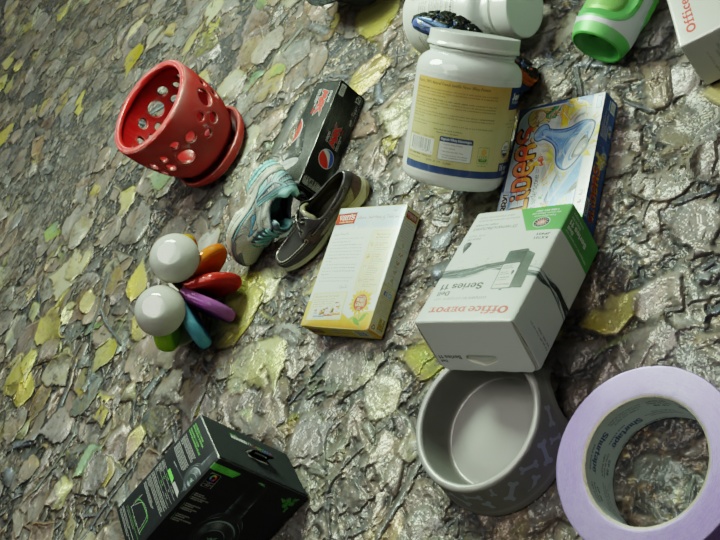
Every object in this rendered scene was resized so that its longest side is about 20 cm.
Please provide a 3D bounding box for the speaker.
[{"bbox_3d":[0.359,-0.382,1.294,0.088,0.088,0.201,20,80,50],"label":"speaker"}]

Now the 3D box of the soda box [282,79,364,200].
[{"bbox_3d":[-0.068,-0.218,1.631,0.071,0.063,0.201,5,68,46],"label":"soda box"}]

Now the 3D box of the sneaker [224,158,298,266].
[{"bbox_3d":[-0.159,-0.078,1.588,0.086,0.077,0.201,43,128,27],"label":"sneaker"}]

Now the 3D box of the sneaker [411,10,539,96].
[{"bbox_3d":[0.154,-0.303,1.388,0.079,0.200,0.075,-57,-5,28],"label":"sneaker"}]

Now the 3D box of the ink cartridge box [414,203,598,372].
[{"bbox_3d":[0.176,0.020,1.162,0.146,0.083,0.200,-4,41,42],"label":"ink cartridge box"}]

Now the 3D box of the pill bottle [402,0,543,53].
[{"bbox_3d":[0.170,-0.389,1.465,0.200,0.114,0.115,8,70,47],"label":"pill bottle"}]

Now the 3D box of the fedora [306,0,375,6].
[{"bbox_3d":[-0.007,-0.537,1.760,0.200,0.091,0.201,-25,49,32],"label":"fedora"}]

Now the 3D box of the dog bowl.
[{"bbox_3d":[0.150,0.184,1.147,0.200,0.059,0.201,-25,49,33],"label":"dog bowl"}]

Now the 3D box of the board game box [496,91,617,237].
[{"bbox_3d":[0.254,-0.130,1.269,0.135,0.034,0.201,-6,61,43],"label":"board game box"}]

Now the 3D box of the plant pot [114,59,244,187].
[{"bbox_3d":[-0.335,-0.265,1.838,0.200,0.182,0.201,-25,48,31],"label":"plant pot"}]

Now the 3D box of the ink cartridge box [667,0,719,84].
[{"bbox_3d":[0.472,-0.336,1.149,0.199,0.084,0.147,-25,49,31],"label":"ink cartridge box"}]

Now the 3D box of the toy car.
[{"bbox_3d":[-0.275,0.043,1.613,0.149,0.175,0.201,12,77,7],"label":"toy car"}]

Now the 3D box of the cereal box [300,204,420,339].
[{"bbox_3d":[0.000,0.000,1.435,0.143,0.039,0.201,1,65,45],"label":"cereal box"}]

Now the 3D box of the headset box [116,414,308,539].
[{"bbox_3d":[-0.196,0.312,1.320,0.200,0.174,0.093,-48,40,8],"label":"headset box"}]

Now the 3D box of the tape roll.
[{"bbox_3d":[0.300,0.201,0.979,0.200,0.066,0.201,-26,48,33],"label":"tape roll"}]

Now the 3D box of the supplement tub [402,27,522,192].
[{"bbox_3d":[0.138,-0.218,1.306,0.144,0.144,0.201,30,117,50],"label":"supplement tub"}]

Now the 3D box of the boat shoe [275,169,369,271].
[{"bbox_3d":[-0.073,-0.084,1.544,0.200,0.065,0.072,-43,43,16],"label":"boat shoe"}]
